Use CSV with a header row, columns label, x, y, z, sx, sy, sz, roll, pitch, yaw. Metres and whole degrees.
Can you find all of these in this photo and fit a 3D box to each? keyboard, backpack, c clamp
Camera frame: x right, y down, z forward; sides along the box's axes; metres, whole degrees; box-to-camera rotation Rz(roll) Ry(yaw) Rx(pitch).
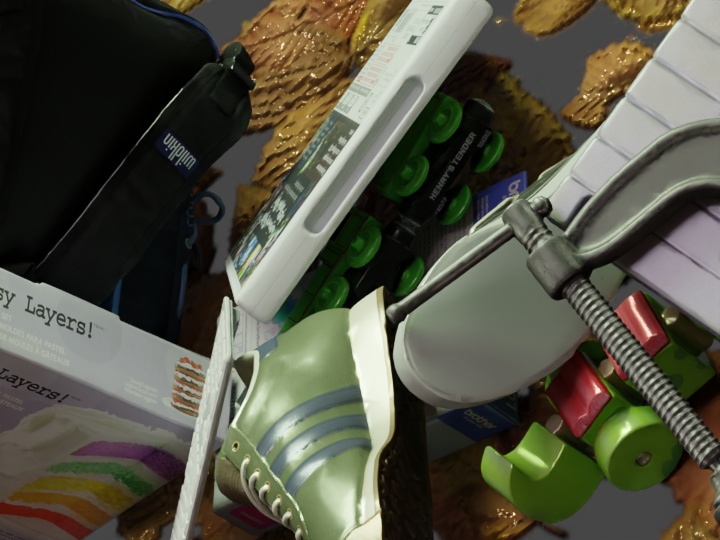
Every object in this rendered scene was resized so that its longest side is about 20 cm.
label,x,y,z,sx,sy,sz,roll,pitch,yaw
keyboard,-0.082,0.111,1.353,0.056,0.011,0.200,-85,8,-61
backpack,-0.184,-0.069,1.433,0.154,0.200,0.191,14,81,50
c clamp,0.136,0.028,1.172,0.171,0.027,0.200,-44,66,0

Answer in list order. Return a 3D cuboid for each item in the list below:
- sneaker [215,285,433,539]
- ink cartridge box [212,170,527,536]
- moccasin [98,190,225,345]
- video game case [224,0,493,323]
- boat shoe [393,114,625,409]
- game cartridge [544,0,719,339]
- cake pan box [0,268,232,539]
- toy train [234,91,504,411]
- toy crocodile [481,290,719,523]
label,x,y,z,sx,sy,sz,roll,pitch,yaw
sneaker,-0.020,0.094,1.249,0.090,0.067,0.200,-17,39,14
ink cartridge box,0.013,0.042,1.375,0.200,0.042,0.120,-27,47,33
moccasin,-0.123,-0.010,1.523,0.080,0.068,0.200,-7,63,42
video game case,-0.005,-0.061,1.397,0.182,0.023,0.200,-54,7,2
boat shoe,0.081,0.000,1.276,0.200,0.071,0.064,-41,1,-32
game cartridge,0.192,-0.021,1.190,0.200,0.038,0.130,36,87,23
cake pan box,-0.194,0.069,1.412,0.184,0.200,0.052,-35,41,39
toy train,0.000,0.000,1.359,0.200,0.042,0.056,-57,29,-2
toy crocodile,0.134,0.032,1.246,0.200,0.062,0.068,-46,41,11
